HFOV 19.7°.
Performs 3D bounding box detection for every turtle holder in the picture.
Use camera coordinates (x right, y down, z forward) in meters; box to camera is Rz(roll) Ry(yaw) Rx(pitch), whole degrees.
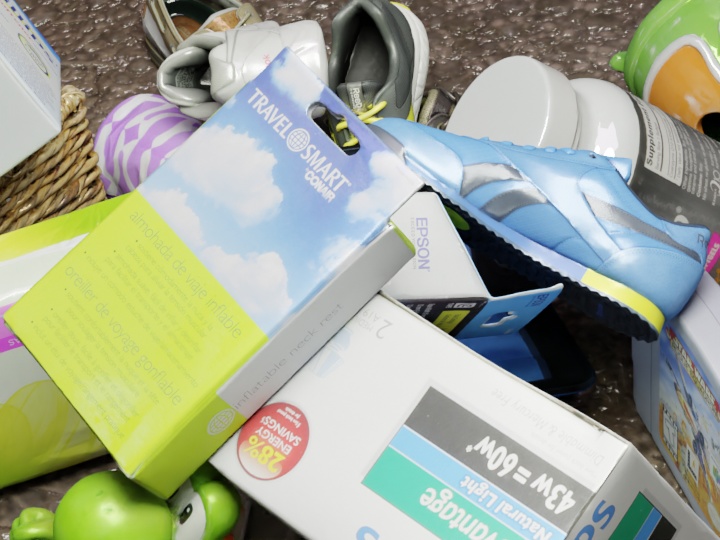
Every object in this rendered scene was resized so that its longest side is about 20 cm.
[{"bbox_3d":[0.271,-0.132,1.390,0.185,0.141,0.132,7,43,-45],"label":"turtle holder"}]

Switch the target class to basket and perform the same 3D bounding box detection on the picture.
[{"bbox_3d":[-0.269,-0.026,1.345,0.142,0.150,0.200,17,49,26],"label":"basket"}]

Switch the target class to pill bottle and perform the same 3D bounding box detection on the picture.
[{"bbox_3d":[0.151,-0.046,1.241,0.116,0.199,0.117,-32,47,41],"label":"pill bottle"}]

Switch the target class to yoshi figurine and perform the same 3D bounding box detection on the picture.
[{"bbox_3d":[-0.144,0.169,1.067,0.112,0.200,0.112,38,22,3],"label":"yoshi figurine"}]

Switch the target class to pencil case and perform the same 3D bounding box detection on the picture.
[{"bbox_3d":[-0.104,-0.046,1.389,0.200,0.084,0.086,35,93,40],"label":"pencil case"}]

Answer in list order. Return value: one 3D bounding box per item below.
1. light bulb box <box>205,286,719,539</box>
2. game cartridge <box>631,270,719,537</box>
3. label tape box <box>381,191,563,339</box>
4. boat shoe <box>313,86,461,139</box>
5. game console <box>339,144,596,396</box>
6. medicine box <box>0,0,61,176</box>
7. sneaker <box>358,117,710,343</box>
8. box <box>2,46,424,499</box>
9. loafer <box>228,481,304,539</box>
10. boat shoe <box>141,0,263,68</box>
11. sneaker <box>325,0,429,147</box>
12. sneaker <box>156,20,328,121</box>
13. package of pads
[{"bbox_3d":[0.063,0.125,1.056,0.198,0.200,0.125,32,83,35],"label":"light bulb box"},{"bbox_3d":[0.199,0.082,1.150,0.041,0.134,0.200,-18,42,-6],"label":"game cartridge"},{"bbox_3d":[0.000,0.000,1.152,0.199,0.143,0.067,-3,80,-7],"label":"label tape box"},{"bbox_3d":[0.051,-0.091,1.418,0.199,0.065,0.073,2,41,11],"label":"boat shoe"},{"bbox_3d":[0.026,0.002,1.258,0.199,0.172,0.118,-8,-2,-12],"label":"game console"},{"bbox_3d":[-0.286,-0.095,1.283,0.182,0.103,0.200,-36,20,4],"label":"medicine box"},{"bbox_3d":[0.096,-0.041,1.130,0.199,0.066,0.079,30,80,8],"label":"sneaker"},{"bbox_3d":[-0.068,-0.001,1.029,0.200,0.048,0.122,-44,60,-1],"label":"box"},{"bbox_3d":[-0.054,0.159,1.163,0.068,0.076,0.200,3,34,16],"label":"loafer"},{"bbox_3d":[-0.099,-0.157,1.516,0.075,0.069,0.200,-34,48,-25],"label":"boat shoe"},{"bbox_3d":[0.004,-0.086,1.354,0.074,0.085,0.201,-8,78,19],"label":"sneaker"},{"bbox_3d":[-0.092,-0.131,1.379,0.099,0.078,0.200,-3,-2,-19],"label":"sneaker"},{"bbox_3d":[-0.202,0.054,1.241,0.199,0.155,0.068,-18,43,-8],"label":"package of pads"}]
